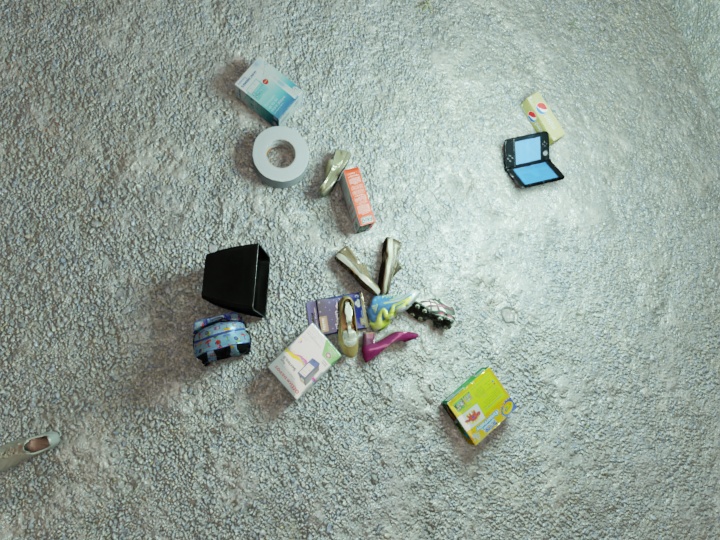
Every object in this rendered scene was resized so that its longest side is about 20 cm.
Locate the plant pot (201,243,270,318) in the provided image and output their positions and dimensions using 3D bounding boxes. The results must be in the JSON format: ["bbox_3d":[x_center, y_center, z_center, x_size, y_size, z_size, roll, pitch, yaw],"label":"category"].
[{"bbox_3d":[-0.393,0.034,1.667,0.172,0.200,0.205,2,78,1],"label":"plant pot"}]

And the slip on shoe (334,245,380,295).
[{"bbox_3d":[0.000,0.000,1.806,0.199,0.076,0.061,42,74,10],"label":"slip on shoe"}]

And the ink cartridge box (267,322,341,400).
[{"bbox_3d":[-0.177,0.289,1.691,0.200,0.088,0.146,-43,88,-5],"label":"ink cartridge box"}]

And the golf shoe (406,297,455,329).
[{"bbox_3d":[0.236,0.131,1.836,0.196,0.078,0.089,25,48,-2],"label":"golf shoe"}]

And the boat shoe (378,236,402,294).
[{"bbox_3d":[0.111,-0.013,1.831,0.073,0.075,0.208,12,76,-14],"label":"boat shoe"}]

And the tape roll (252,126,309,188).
[{"bbox_3d":[-0.277,-0.393,1.836,0.195,0.066,0.206,2,77,-11],"label":"tape roll"}]

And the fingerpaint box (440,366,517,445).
[{"bbox_3d":[0.400,0.456,1.789,0.198,0.073,0.168,-36,86,-15],"label":"fingerpaint box"}]

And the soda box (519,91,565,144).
[{"bbox_3d":[0.713,-0.591,2.072,0.067,0.064,0.203,-29,85,-15],"label":"soda box"}]

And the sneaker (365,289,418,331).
[{"bbox_3d":[0.097,0.109,1.776,0.199,0.076,0.106,-41,75,9],"label":"sneaker"}]

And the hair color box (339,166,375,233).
[{"bbox_3d":[-0.013,-0.242,1.838,0.060,0.102,0.205,-15,82,-13],"label":"hair color box"}]

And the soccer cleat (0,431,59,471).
[{"bbox_3d":[-0.966,0.512,1.507,0.196,0.078,0.071,-21,83,-14],"label":"soccer cleat"}]

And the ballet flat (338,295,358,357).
[{"bbox_3d":[-0.042,0.184,1.732,0.067,0.063,0.205,-6,83,-12],"label":"ballet flat"}]

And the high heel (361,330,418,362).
[{"bbox_3d":[0.101,0.255,1.779,0.194,0.067,0.099,-3,80,-1],"label":"high heel"}]

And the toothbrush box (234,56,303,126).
[{"bbox_3d":[-0.322,-0.625,1.866,0.199,0.085,0.147,38,74,0],"label":"toothbrush box"}]

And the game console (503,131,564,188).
[{"bbox_3d":[0.654,-0.419,1.990,0.195,0.119,0.177,-14,109,-14],"label":"game console"}]

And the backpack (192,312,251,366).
[{"bbox_3d":[-0.427,0.205,1.613,0.178,0.200,0.138,-13,81,-12],"label":"backpack"}]

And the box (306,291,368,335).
[{"bbox_3d":[-0.078,0.149,1.781,0.195,0.032,0.124,-9,81,-12],"label":"box"}]

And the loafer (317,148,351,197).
[{"bbox_3d":[-0.102,-0.345,1.860,0.067,0.076,0.203,29,65,-2],"label":"loafer"}]
